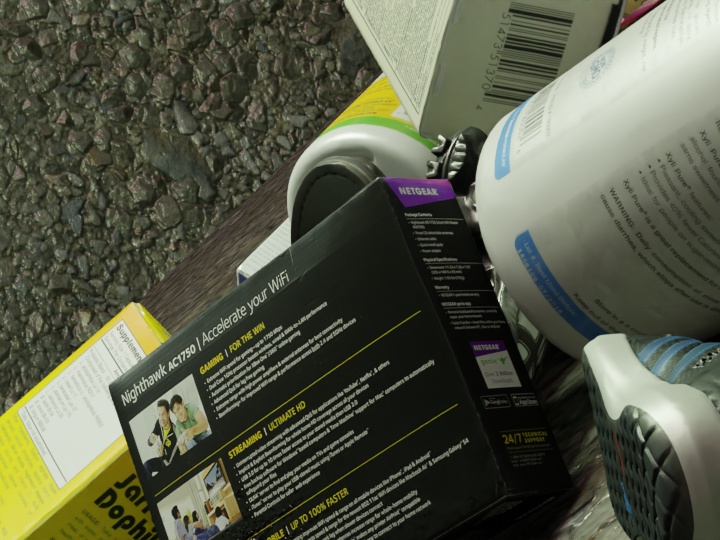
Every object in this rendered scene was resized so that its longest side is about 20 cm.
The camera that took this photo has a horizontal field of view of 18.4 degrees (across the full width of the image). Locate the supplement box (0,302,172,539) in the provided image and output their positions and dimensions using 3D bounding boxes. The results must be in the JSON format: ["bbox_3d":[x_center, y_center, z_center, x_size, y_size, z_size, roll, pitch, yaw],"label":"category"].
[{"bbox_3d":[-0.167,0.140,1.385,0.200,0.110,0.109,-41,40,1],"label":"supplement box"}]

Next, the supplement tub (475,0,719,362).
[{"bbox_3d":[0.154,-0.052,0.918,0.200,0.132,0.132,-33,11,43],"label":"supplement tub"}]

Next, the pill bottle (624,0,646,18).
[{"bbox_3d":[0.217,-0.229,1.714,0.114,0.115,0.200,-45,9,-34],"label":"pill bottle"}]

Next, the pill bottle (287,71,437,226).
[{"bbox_3d":[0.050,-0.071,1.257,0.111,0.111,0.200,-34,9,41],"label":"pill bottle"}]

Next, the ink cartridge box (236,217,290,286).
[{"bbox_3d":[0.000,0.000,1.414,0.200,0.041,0.200,-43,-23,-27],"label":"ink cartridge box"}]

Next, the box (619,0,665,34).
[{"bbox_3d":[0.177,-0.087,1.131,0.095,0.100,0.200,-41,7,-8],"label":"box"}]

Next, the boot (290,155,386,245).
[{"bbox_3d":[0.054,-0.023,1.120,0.069,0.201,0.174,12,50,36],"label":"boot"}]

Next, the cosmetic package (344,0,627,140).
[{"bbox_3d":[0.060,-0.143,1.138,0.200,0.087,0.104,-113,35,-61],"label":"cosmetic package"}]

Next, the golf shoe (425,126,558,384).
[{"bbox_3d":[0.063,0.036,1.026,0.077,0.094,0.201,11,81,37],"label":"golf shoe"}]

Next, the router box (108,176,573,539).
[{"bbox_3d":[-0.015,0.072,0.981,0.051,0.150,0.200,1,-29,-48],"label":"router box"}]

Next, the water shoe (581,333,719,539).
[{"bbox_3d":[0.125,0.058,0.756,0.078,0.072,0.200,-13,6,0],"label":"water shoe"}]
